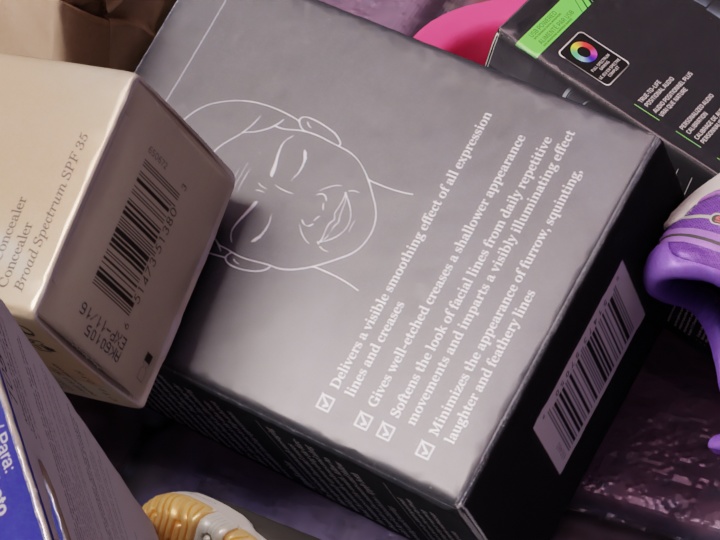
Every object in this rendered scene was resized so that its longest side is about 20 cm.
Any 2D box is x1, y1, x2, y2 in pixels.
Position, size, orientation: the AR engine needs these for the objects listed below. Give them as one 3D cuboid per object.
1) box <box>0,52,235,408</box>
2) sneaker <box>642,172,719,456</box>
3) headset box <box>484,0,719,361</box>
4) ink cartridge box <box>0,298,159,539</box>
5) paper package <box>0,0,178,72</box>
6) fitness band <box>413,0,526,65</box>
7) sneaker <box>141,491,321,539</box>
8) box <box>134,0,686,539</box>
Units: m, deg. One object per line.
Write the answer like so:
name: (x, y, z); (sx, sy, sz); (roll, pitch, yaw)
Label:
box: (-0.155, -0.024, 0.874); (0.199, 0.078, 0.096); (9, 69, 30)
sneaker: (0.167, 0.060, 0.876); (0.083, 0.081, 0.200); (-35, 86, -23)
headset box: (0.156, -0.065, 1.002); (0.199, 0.093, 0.174); (35, 52, 15)
ink cartridge box: (-0.077, 0.117, 0.719); (0.043, 0.200, 0.197); (-24, 56, 1)
paper package: (-0.166, -0.087, 0.993); (0.199, 0.192, 0.103); (23, 44, 22)
fitness band: (0.105, -0.058, 1.088); (0.199, 0.038, 0.143); (31, 48, 29)
sneaker: (0.009, 0.132, 0.845); (0.199, 0.076, 0.087); (29, 28, 28)
box: (0.000, 0.000, 0.917); (0.199, 0.107, 0.149); (25, 76, 25)
